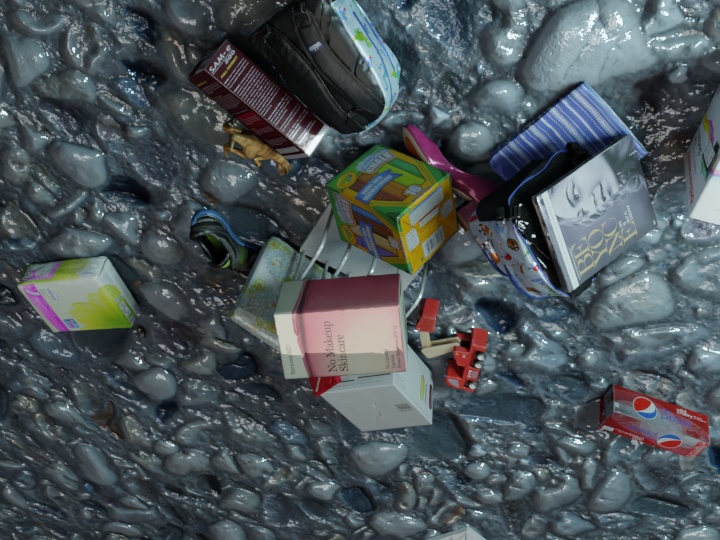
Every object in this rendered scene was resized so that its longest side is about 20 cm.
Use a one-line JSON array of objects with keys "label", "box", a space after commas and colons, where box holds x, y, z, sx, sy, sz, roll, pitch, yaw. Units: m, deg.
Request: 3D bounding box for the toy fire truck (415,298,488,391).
[{"label": "toy fire truck", "box": [0.168, 0.146, 1.703, 0.141, 0.049, 0.200, 12, 137, 4]}]

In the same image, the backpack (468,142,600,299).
[{"label": "backpack", "box": [0.266, -0.054, 1.313, 0.191, 0.200, 0.154, 57, 153, -9]}]

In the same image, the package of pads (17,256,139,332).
[{"label": "package of pads", "box": [-0.560, 0.048, 1.789, 0.200, 0.068, 0.155, -5, 134, 19]}]

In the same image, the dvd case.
[{"label": "dvd case", "box": [0.332, -0.082, 1.260, 0.016, 0.200, 0.149, 11, 128, 57]}]

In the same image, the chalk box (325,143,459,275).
[{"label": "chalk box", "box": [0.035, -0.106, 1.408, 0.200, 0.125, 0.124, 27, 148, 35]}]

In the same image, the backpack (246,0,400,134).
[{"label": "backpack", "box": [-0.031, -0.291, 1.270, 0.163, 0.154, 0.200, -29, 99, 33]}]

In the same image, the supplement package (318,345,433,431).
[{"label": "supplement package", "box": [0.035, 0.217, 1.732, 0.156, 0.111, 0.200, -10, 147, 22]}]

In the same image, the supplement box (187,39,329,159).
[{"label": "supplement box", "box": [-0.153, -0.252, 1.351, 0.200, 0.061, 0.109, 38, 169, -22]}]

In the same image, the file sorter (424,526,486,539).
[{"label": "file sorter", "box": [0.230, 0.743, 2.228, 0.139, 0.125, 0.200, 40, 130, -24]}]

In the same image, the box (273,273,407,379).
[{"label": "box", "box": [-0.028, 0.089, 1.438, 0.200, 0.109, 0.128, -5, 117, 6]}]

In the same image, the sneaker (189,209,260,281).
[{"label": "sneaker", "box": [-0.234, -0.022, 1.619, 0.071, 0.083, 0.200, -26, 123, 34]}]

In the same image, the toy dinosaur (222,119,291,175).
[{"label": "toy dinosaur", "box": [-0.177, -0.202, 1.415, 0.106, 0.060, 0.200, 18, -179, 29]}]

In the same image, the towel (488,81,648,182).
[{"label": "towel", "box": [0.303, -0.170, 1.344, 0.145, 0.024, 0.200, 46, 130, -7]}]

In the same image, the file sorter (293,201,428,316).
[{"label": "file sorter", "box": [0.000, 0.000, 1.540, 0.200, 0.125, 0.139, 26, 133, -11]}]

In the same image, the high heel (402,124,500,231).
[{"label": "high heel", "box": [0.149, -0.165, 1.415, 0.096, 0.067, 0.200, -39, 110, -9]}]

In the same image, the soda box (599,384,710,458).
[{"label": "soda box", "box": [0.562, 0.290, 1.725, 0.200, 0.070, 0.063, 19, 135, -4]}]

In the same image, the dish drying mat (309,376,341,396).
[{"label": "dish drying mat", "box": [-0.091, 0.127, 1.668, 0.018, 0.200, 0.077, 1, 151, -42]}]

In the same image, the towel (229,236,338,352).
[{"label": "towel", "box": [-0.125, 0.053, 1.584, 0.171, 0.200, 0.048, 33, 138, -16]}]

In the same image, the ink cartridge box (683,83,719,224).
[{"label": "ink cartridge box", "box": [0.516, -0.177, 1.217, 0.084, 0.145, 0.200, 13, 136, 3]}]
